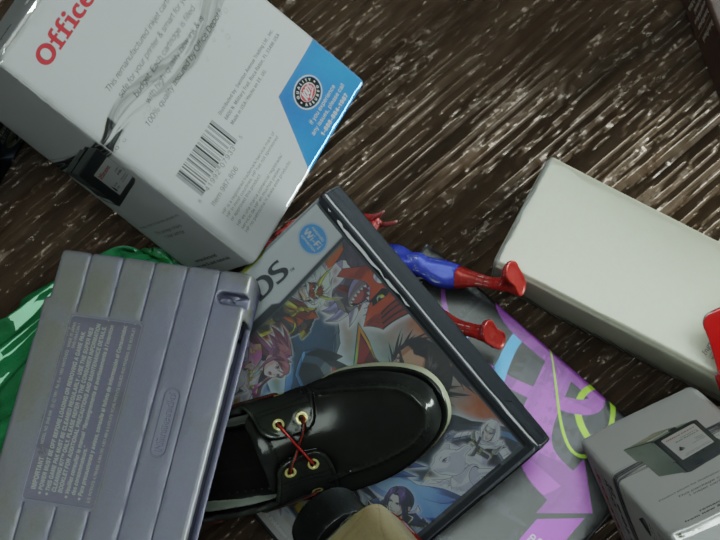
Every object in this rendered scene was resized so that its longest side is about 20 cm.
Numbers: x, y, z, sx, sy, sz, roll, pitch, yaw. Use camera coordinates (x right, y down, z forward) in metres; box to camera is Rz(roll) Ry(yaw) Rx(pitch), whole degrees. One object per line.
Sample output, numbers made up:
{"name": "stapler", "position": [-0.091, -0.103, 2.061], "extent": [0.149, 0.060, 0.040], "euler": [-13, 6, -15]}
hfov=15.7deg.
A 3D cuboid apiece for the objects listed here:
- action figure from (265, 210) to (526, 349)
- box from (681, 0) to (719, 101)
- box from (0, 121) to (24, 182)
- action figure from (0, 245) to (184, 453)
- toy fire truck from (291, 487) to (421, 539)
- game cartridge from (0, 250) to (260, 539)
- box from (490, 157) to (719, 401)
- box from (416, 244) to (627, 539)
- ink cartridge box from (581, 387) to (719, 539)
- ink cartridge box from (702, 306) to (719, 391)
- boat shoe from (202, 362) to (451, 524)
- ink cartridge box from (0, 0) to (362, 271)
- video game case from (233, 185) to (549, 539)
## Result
{"name": "action figure", "position": [0.000, 0.000, 1.615], "extent": [0.199, 0.052, 0.066], "euler": [11, 73, 28]}
{"name": "box", "position": [0.245, -0.217, 1.667], "extent": [0.100, 0.075, 0.201], "euler": [-20, 82, -4]}
{"name": "box", "position": [-0.323, -0.095, 1.635], "extent": [0.199, 0.086, 0.164], "euler": [27, 80, 5]}
{"name": "action figure", "position": [-0.178, 0.046, 1.618], "extent": [0.200, 0.055, 0.118], "euler": [-40, 59, -15]}
{"name": "toy fire truck", "position": [0.005, 0.253, 1.550], "extent": [0.176, 0.200, 0.129], "euler": [-44, 53, 1]}
{"name": "game cartridge", "position": [-0.143, 0.090, 1.537], "extent": [0.129, 0.038, 0.201], "euler": [6, 68, 19]}
{"name": "box", "position": [0.186, 0.014, 1.626], "extent": [0.199, 0.068, 0.082], "euler": [29, 81, 5]}
{"name": "box", "position": [0.069, 0.101, 1.626], "extent": [0.200, 0.036, 0.143], "euler": [40, 82, 9]}
{"name": "ink cartridge box", "position": [0.213, 0.169, 1.514], "extent": [0.084, 0.200, 0.146], "euler": [-25, 104, -4]}
{"name": "ink cartridge box", "position": [0.289, 0.098, 1.559], "extent": [0.116, 0.067, 0.201], "euler": [-25, 118, -5]}
{"name": "boat shoe", "position": [-0.041, 0.107, 1.557], "extent": [0.201, 0.063, 0.074], "euler": [-16, 95, 23]}
{"name": "ink cartridge box", "position": [-0.122, -0.114, 1.591], "extent": [0.200, 0.084, 0.145], "euler": [39, 66, -18]}
{"name": "video game case", "position": [-0.014, 0.081, 1.585], "extent": [0.181, 0.025, 0.200], "euler": [-42, 84, 25]}
